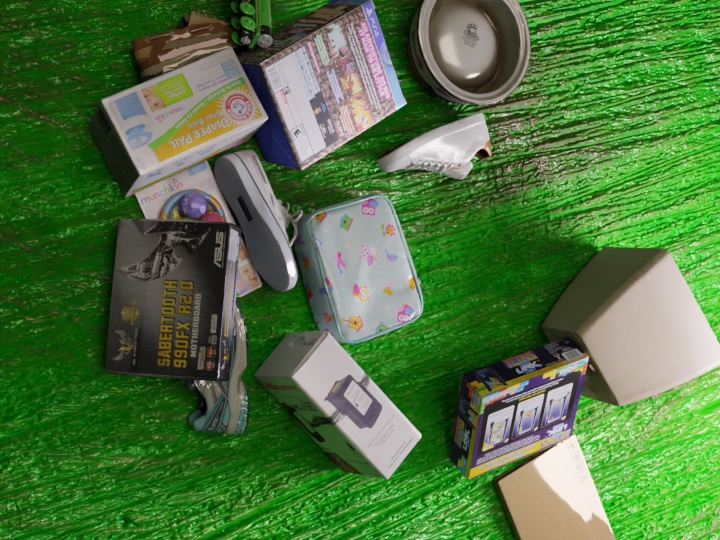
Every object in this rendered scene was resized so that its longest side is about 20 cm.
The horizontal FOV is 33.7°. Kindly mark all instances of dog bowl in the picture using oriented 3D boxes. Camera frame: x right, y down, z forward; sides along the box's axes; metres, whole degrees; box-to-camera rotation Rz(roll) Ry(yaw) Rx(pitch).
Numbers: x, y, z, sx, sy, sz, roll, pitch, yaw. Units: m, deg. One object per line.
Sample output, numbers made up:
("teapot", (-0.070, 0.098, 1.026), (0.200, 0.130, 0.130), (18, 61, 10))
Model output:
("dog bowl", (0.156, -0.343, 1.798), (0.198, 0.074, 0.203), (2, 84, -26))

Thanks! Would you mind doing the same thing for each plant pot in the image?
("plant pot", (0.401, 0.097, 1.828), (0.176, 0.200, 0.201), (-34, 101, -14))

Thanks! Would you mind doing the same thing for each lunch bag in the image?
("lunch bag", (0.000, 0.000, 1.690), (0.159, 0.077, 0.202), (-19, 95, -28))

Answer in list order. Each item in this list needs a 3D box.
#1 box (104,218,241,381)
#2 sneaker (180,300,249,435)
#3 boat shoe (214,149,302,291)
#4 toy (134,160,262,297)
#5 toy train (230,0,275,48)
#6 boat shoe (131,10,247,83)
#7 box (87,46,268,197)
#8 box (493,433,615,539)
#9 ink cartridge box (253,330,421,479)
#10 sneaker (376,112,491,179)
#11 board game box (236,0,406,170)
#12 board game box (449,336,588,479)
("box", (-0.241, 0.037, 1.534), (0.156, 0.048, 0.203), (3, 83, 13))
("sneaker", (-0.193, 0.123, 1.571), (0.085, 0.078, 0.203), (-4, 100, -17))
("boat shoe", (-0.123, -0.074, 1.642), (0.086, 0.074, 0.203), (-25, 86, -42))
("toy", (-0.213, -0.049, 1.603), (0.114, 0.047, 0.202), (-26, 98, -28))
("toy train", (-0.146, -0.375, 1.621), (0.056, 0.042, 0.202), (15, 48, -26))
("boat shoe", (-0.217, -0.315, 1.609), (0.199, 0.075, 0.075), (-27, 95, -27))
("box", (-0.239, -0.196, 1.564), (0.199, 0.101, 0.113), (-29, 90, -26))
("box", (0.303, 0.378, 1.842), (0.162, 0.021, 0.202), (-25, 98, -26))
("ink cartridge box", (-0.034, 0.182, 1.619), (0.200, 0.144, 0.084), (49, 68, -15))
("sneaker", (0.118, -0.168, 1.764), (0.198, 0.073, 0.086), (-22, 93, -28))
("board game box", (-0.059, -0.260, 1.646), (0.199, 0.096, 0.161), (-34, 119, -25))
("board game box", (0.232, 0.202, 1.756), (0.198, 0.057, 0.167), (-16, 131, -27))
